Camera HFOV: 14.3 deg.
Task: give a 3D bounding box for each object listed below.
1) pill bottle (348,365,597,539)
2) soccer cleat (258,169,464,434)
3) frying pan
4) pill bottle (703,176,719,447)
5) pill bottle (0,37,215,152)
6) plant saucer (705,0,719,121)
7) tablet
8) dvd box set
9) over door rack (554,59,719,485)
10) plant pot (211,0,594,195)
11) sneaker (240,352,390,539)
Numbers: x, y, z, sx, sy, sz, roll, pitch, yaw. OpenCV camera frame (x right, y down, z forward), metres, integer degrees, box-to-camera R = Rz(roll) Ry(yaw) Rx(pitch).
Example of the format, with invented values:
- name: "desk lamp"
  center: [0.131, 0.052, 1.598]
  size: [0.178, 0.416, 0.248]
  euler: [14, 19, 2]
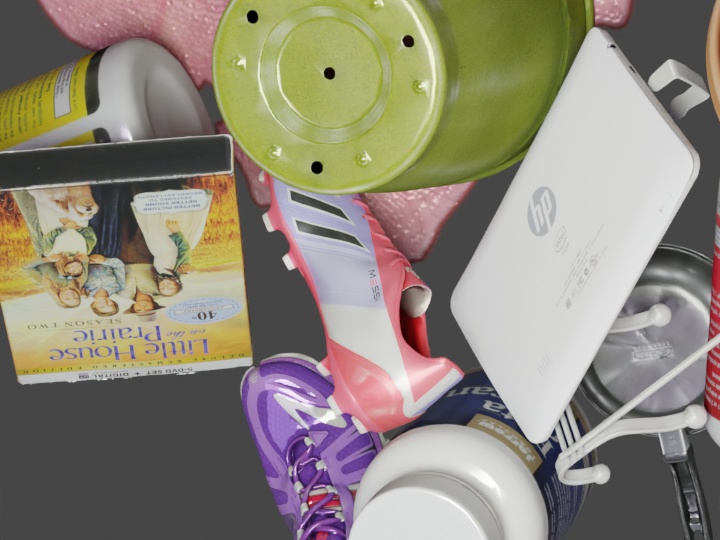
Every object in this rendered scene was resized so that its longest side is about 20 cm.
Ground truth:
- name: "pill bottle"
  center: [0.060, 0.130, 1.621]
  size: [0.111, 0.200, 0.112]
  euler: [4, 106, 16]
- name: "soccer cleat"
  center: [0.000, 0.000, 1.647]
  size: [0.076, 0.067, 0.201]
  euler: [-27, 57, 15]
- name: "frying pan"
  center: [0.165, 0.078, 1.669]
  size: [0.115, 0.031, 0.191]
  euler: [14, 105, 15]
- name: "pill bottle"
  center: [0.247, 0.041, 1.586]
  size: [0.112, 0.112, 0.201]
  euler: [7, 106, 16]
- name: "pill bottle"
  center: [-0.193, -0.053, 1.703]
  size: [0.199, 0.112, 0.113]
  euler: [-20, 97, 22]
- name: "plant saucer"
  center: [0.281, -0.106, 1.523]
  size: [0.199, 0.032, 0.201]
  euler: [1, 68, -3]
- name: "tablet"
  center: [0.113, -0.019, 1.582]
  size: [0.200, 0.014, 0.130]
  euler: [-63, 37, 29]
- name: "dvd box set"
  center: [-0.139, -0.003, 1.655]
  size: [0.146, 0.029, 0.200]
  euler: [-4, 146, -2]
- name: "over door rack"
  center: [0.158, 0.007, 1.579]
  size: [0.200, 0.066, 0.148]
  euler: [-51, 46, 41]
- name: "plant pot"
  center: [0.010, -0.125, 1.575]
  size: [0.200, 0.193, 0.201]
  euler: [4, 105, 17]
- name: "sneaker"
  center: [-0.015, 0.141, 1.704]
  size: [0.080, 0.083, 0.201]
  euler: [-29, 81, 19]
